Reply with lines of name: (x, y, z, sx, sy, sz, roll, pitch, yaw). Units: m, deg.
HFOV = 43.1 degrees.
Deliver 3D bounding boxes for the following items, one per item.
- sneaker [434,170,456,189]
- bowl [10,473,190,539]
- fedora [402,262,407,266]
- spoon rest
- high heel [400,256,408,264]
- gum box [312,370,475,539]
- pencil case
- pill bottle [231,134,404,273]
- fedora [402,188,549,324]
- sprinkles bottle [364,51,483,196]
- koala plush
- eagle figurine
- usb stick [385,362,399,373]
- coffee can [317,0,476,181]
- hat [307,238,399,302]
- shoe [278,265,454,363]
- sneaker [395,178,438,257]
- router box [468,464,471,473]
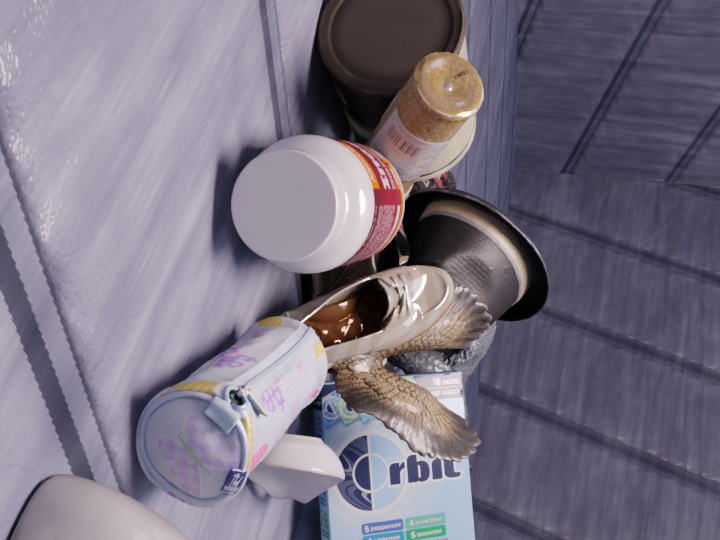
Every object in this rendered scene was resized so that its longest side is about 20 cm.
sneaker: (0.081, -0.135, 1.257, 0.200, 0.074, 0.081, 73, 35, -57)
bowl: (-0.145, 0.234, 0.524, 0.200, 0.074, 0.201, 71, 28, -59)
fedora: (0.087, -0.007, 1.353, 0.201, 0.091, 0.202, 6, 90, -77)
spoon rest: (-0.062, 0.183, 0.834, 0.200, 0.099, 0.061, 85, 12, -78)
high heel: (0.070, -0.029, 1.164, 0.200, 0.142, 0.072, -70, 161, -46)
gum box: (0.037, 0.218, 1.014, 0.045, 0.169, 0.201, 161, -74, -72)
pencil case: (-0.088, 0.095, 0.676, 0.091, 0.083, 0.200, -64, 173, 15)
pill bottle: (-0.033, -0.057, 0.773, 0.200, 0.112, 0.114, -22, 118, -76)
fedora: (0.106, 0.009, 0.986, 0.092, 0.200, 0.201, -54, 154, -27)
sprinkles bottle: (0.046, -0.126, 0.868, 0.200, 0.068, 0.069, 133, -27, -62)
koala plush: (0.085, 0.148, 1.144, 0.177, 0.183, 0.201, -25, 110, -78)
eagle figurine: (0.025, 0.091, 0.901, 0.151, 0.199, 0.152, -63, 156, -55)
usb stick: (0.044, 0.135, 1.373, 0.200, 0.032, 0.056, -16, 111, -76)
coffee can: (0.046, -0.202, 0.973, 0.200, 0.145, 0.147, 62, 36, -68)
hat: (0.000, 0.000, 1.014, 0.201, 0.080, 0.202, 6, 90, -78)
shoe: (0.003, 0.044, 0.824, 0.070, 0.199, 0.053, 67, -19, 6)
sneaker: (0.052, -0.110, 1.115, 0.080, 0.086, 0.201, 33, 48, -78)
router box: (0.063, 0.343, 1.155, 0.200, 0.052, 0.158, -29, 138, -56)
